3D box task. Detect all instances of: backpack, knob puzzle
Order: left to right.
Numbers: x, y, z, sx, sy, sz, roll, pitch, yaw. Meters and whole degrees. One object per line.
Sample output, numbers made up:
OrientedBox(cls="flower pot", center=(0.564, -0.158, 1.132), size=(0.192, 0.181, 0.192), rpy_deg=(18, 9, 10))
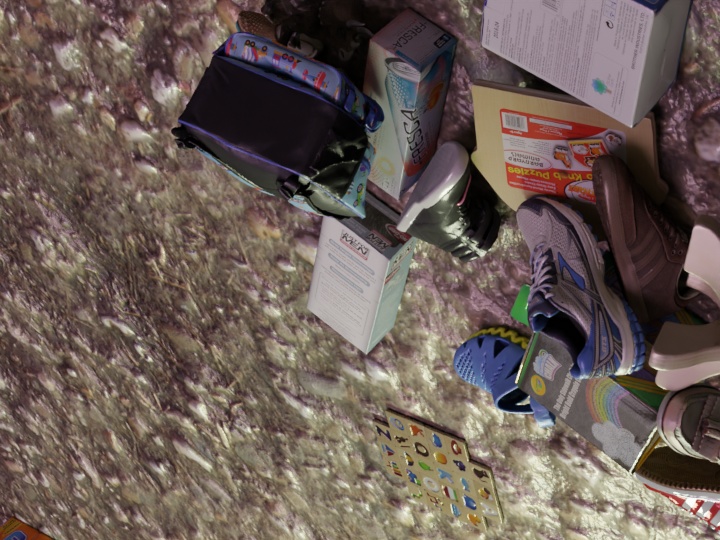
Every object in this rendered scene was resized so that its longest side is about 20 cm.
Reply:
OrientedBox(cls="backpack", center=(-0.062, -0.134, 1.678), size=(0.182, 0.135, 0.200), rpy_deg=(25, 178, 28))
OrientedBox(cls="knob puzzle", center=(0.202, -0.100, 1.599), size=(0.218, 0.031, 0.221), rpy_deg=(18, 145, 13))

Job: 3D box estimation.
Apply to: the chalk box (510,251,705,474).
OrientedBox(cls="chalk box", center=(0.243, 0.080, 1.679), size=(0.200, 0.124, 0.125), rpy_deg=(38, 149, 16))

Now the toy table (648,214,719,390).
OrientedBox(cls="toy table", center=(0.336, 0.049, 1.489), size=(0.116, 0.184, 0.202), rpy_deg=(18, 116, 17))

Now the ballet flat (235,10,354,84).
OrientedBox(cls="ballet flat", center=(-0.051, -0.211, 1.783), size=(0.065, 0.071, 0.200), rpy_deg=(-34, 101, 32))

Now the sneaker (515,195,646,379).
OrientedBox(cls="sneaker", center=(0.193, 0.016, 1.587), size=(0.201, 0.085, 0.077), rpy_deg=(61, 156, 24))

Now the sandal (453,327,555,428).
OrientedBox(cls="sandal", center=(0.173, 0.122, 1.848), size=(0.199, 0.087, 0.080), rpy_deg=(10, 135, 48))

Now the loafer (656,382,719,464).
OrientedBox(cls="loafer", center=(0.360, 0.159, 1.609), size=(0.063, 0.072, 0.199), rpy_deg=(20, 176, 43))

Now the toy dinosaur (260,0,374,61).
OrientedBox(cls="toy dinosaur", center=(-0.064, -0.286, 1.700), size=(0.102, 0.077, 0.201), rpy_deg=(-39, 81, 25))

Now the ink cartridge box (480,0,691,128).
OrientedBox(cls="ink cartridge box", center=(0.181, -0.234, 1.440), size=(0.199, 0.076, 0.137), rpy_deg=(31, 145, 23))

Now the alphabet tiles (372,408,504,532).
OrientedBox(cls="alphabet tiles", center=(0.100, 0.262, 2.174), size=(0.199, 0.006, 0.167), rpy_deg=(20, 139, 38))

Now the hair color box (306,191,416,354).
OrientedBox(cls="hair color box", center=(0.000, 0.000, 1.947), size=(0.099, 0.061, 0.201), rpy_deg=(37, 148, 16))

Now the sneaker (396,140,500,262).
OrientedBox(cls="sneaker", center=(0.107, -0.069, 1.706), size=(0.099, 0.071, 0.200), rpy_deg=(25, 160, -4))

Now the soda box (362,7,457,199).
OrientedBox(cls="soda box", center=(0.043, -0.167, 1.701), size=(0.068, 0.064, 0.201), rpy_deg=(35, 148, 19))

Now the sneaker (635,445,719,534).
OrientedBox(cls="sneaker", center=(0.383, 0.254, 1.752), size=(0.199, 0.071, 0.113), rpy_deg=(10, 130, 43))

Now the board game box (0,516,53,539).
OrientedBox(cls="board game box", center=(-0.701, 0.677, 3.449), size=(0.199, 0.200, 0.201), rpy_deg=(18, 138, 39))

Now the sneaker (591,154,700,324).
OrientedBox(cls="sneaker", center=(0.269, -0.038, 1.565), size=(0.071, 0.075, 0.201), rpy_deg=(-103, -6, -48))
